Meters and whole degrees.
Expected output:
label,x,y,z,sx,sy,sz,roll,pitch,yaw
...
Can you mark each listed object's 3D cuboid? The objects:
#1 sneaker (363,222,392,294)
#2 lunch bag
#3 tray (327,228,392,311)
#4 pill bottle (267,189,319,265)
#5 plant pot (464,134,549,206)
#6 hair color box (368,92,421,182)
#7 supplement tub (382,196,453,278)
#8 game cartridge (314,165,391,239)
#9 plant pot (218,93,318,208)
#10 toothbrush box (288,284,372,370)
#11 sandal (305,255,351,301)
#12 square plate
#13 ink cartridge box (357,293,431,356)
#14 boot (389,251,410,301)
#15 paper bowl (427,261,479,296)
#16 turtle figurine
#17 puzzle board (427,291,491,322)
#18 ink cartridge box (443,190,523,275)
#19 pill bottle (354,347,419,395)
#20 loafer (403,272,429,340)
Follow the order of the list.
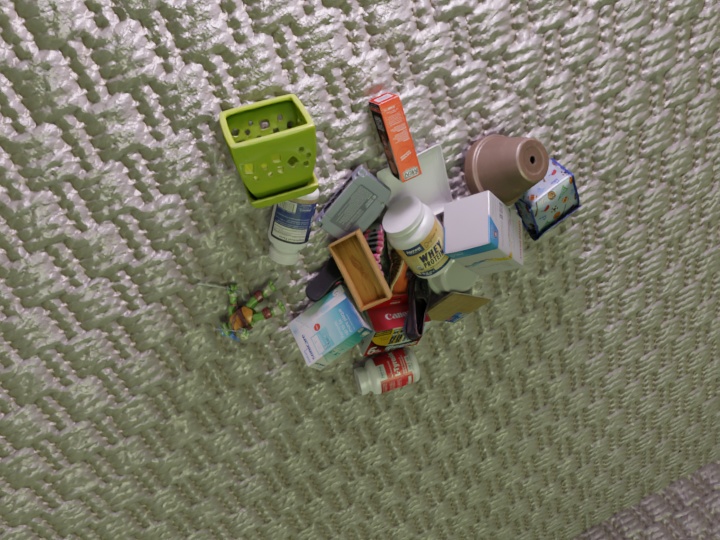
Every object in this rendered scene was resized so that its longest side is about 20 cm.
label,x,y,z,sx,sy,sz,roll,pitch,yaw
sneaker,0.055,-0.034,1.611,0.094,0.077,0.206,-11,104,-53
lunch bag,0.562,-0.195,1.704,0.168,0.125,0.201,-36,138,2
tray,0.000,0.000,1.552,0.097,0.037,0.204,-23,97,25
pill bottle,-0.178,-0.123,1.466,0.108,0.112,0.205,6,117,-23
plant pot,0.403,-0.274,1.518,0.195,0.174,0.207,1,88,-26
hair color box,0.087,-0.335,1.435,0.060,0.102,0.204,-23,114,-5
supplement tub,0.159,-0.090,1.560,0.144,0.145,0.200,-40,127,5
game cartridge,-0.015,-0.170,1.531,0.132,0.041,0.200,32,114,-28
plant pot,-0.205,-0.271,1.326,0.194,0.202,0.185,-17,131,-10
toothbrush box,-0.086,0.163,1.621,0.198,0.148,0.085,-36,154,11
sandal,-0.076,0.009,1.610,0.199,0.075,0.045,-42,167,-7
square plate,0.152,-0.226,1.583,0.194,0.029,0.203,-24,124,-6
ink cartridge box,0.101,0.158,1.697,0.195,0.085,0.177,-9,144,-26
boot,0.119,0.029,1.695,0.104,0.076,0.204,-1,127,-23
paper bowl,0.283,-0.016,1.708,0.195,0.105,0.206,-9,120,-15
turtle figurine,-0.308,0.103,1.528,0.191,0.144,0.203,-28,128,-8
puzzle board,0.290,0.115,1.774,0.147,0.018,0.200,8,152,-26
ink cartridge box,0.337,-0.095,1.554,0.144,0.151,0.198,-13,154,39
pill bottle,0.083,0.326,1.821,0.195,0.113,0.115,-16,123,-12
loafer,0.172,0.099,1.641,0.070,0.063,0.206,17,75,-26
